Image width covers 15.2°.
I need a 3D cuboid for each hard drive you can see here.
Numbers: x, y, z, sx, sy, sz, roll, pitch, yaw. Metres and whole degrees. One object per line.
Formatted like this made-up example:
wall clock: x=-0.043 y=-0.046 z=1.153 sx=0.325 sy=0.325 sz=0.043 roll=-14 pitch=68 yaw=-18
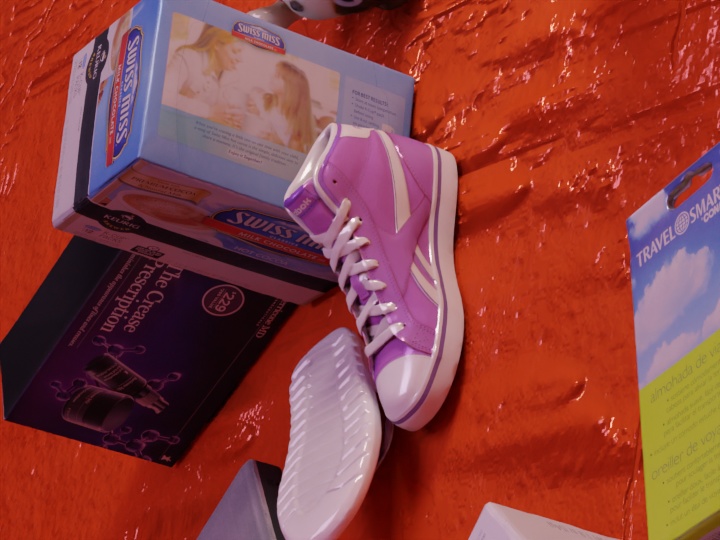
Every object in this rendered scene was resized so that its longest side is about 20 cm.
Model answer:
hard drive: x=-0.074 y=0.240 z=1.751 sx=0.140 sy=0.033 sz=0.200 roll=-58 pitch=30 yaw=27

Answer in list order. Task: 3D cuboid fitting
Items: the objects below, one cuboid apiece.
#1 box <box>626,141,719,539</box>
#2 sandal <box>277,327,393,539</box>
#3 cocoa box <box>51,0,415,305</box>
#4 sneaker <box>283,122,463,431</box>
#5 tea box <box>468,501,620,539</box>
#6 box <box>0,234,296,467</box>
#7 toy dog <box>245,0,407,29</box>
box: x=0.189 y=0.036 z=1.344 sx=0.122 sy=0.047 sz=0.201 roll=-42 pitch=39 yaw=45
sandal: x=-0.007 y=0.107 z=1.691 sx=0.082 sy=0.050 sz=0.203 roll=-39 pitch=26 yaw=26
cocoa box: x=-0.082 y=-0.080 z=1.773 sx=0.131 sy=0.199 sz=0.134 roll=-30 pitch=48 yaw=53
sneaker: x=0.000 y=0.000 z=1.665 sx=0.073 sy=0.114 sz=0.201 roll=-41 pitch=41 yaw=44
tea box: x=0.143 y=0.218 z=1.149 sx=0.134 sy=0.199 sz=0.197 roll=-66 pitch=28 yaw=12
box: x=-0.150 y=0.036 z=1.904 sx=0.200 sy=0.141 sz=0.079 roll=-53 pitch=34 yaw=35
toy dog: x=-0.027 y=-0.241 z=1.874 sx=0.193 sy=0.140 sz=0.200 roll=-30 pitch=32 yaw=1
